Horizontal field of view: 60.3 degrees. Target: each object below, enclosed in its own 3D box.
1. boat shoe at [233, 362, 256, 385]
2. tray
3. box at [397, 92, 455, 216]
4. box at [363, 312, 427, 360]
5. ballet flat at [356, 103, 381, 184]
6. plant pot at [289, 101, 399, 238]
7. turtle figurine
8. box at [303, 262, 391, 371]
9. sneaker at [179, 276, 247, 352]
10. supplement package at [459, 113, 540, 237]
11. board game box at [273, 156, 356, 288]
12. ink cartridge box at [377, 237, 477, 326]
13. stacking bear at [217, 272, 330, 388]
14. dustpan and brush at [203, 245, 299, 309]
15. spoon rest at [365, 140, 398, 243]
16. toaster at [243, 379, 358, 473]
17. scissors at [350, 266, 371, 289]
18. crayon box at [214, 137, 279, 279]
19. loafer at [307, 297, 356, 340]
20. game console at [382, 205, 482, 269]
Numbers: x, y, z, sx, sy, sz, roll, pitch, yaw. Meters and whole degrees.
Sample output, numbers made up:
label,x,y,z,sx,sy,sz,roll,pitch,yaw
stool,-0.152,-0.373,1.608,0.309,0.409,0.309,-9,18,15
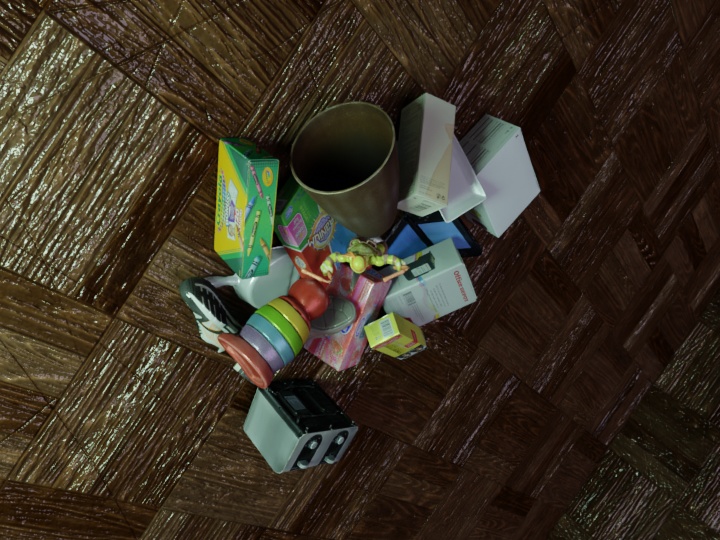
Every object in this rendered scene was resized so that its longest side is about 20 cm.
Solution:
label,x,y,z,sx,sy,sz,roll,pitch,yaw
boat shoe,-0.154,0.130,1.185,0.063,0.073,0.200,43,78,-4
tray,0.168,-0.210,1.270,0.105,0.022,0.204,-29,91,-9
box,0.121,-0.219,1.184,0.076,0.094,0.207,14,76,-26
box,0.080,0.143,1.326,0.074,0.051,0.199,-26,156,14
ballet flat,-0.001,-0.213,1.179,0.061,0.069,0.206,-1,115,-23
plant pot,-0.005,-0.152,1.091,0.187,0.186,0.201,-43,146,-9
turtle figurine,-0.005,-0.027,1.143,0.193,0.162,0.067,-4,103,8
box,-0.026,0.091,1.290,0.094,0.101,0.205,-7,123,-63
sneaker,-0.272,0.090,1.118,0.078,0.075,0.202,-22,137,10
supplement package,0.296,-0.210,1.392,0.156,0.110,0.201,-45,134,-8
board game box,-0.086,-0.085,1.158,0.155,0.039,0.202,-60,142,-30
ink cartridge box,0.143,0.038,1.372,0.195,0.084,0.147,-24,137,7
stacking bear,-0.136,0.095,1.101,0.200,0.113,0.123,-46,112,-23
dustpan and brush,-0.208,0.020,1.160,0.196,0.057,0.143,-13,131,-41
spoon rest,0.046,-0.161,1.253,0.096,0.061,0.206,12,101,-18
toaster,-0.133,0.318,1.305,0.178,0.199,0.121,9,113,-50
scissors,0.000,0.000,1.217,0.071,0.201,0.014,24,108,-18
crayon box,-0.194,-0.106,1.042,0.057,0.118,0.206,-9,120,-34
loafer,-0.097,0.105,1.242,0.194,0.074,0.063,-13,153,10
game console,0.156,-0.038,1.373,0.200,0.168,0.122,42,54,-45
